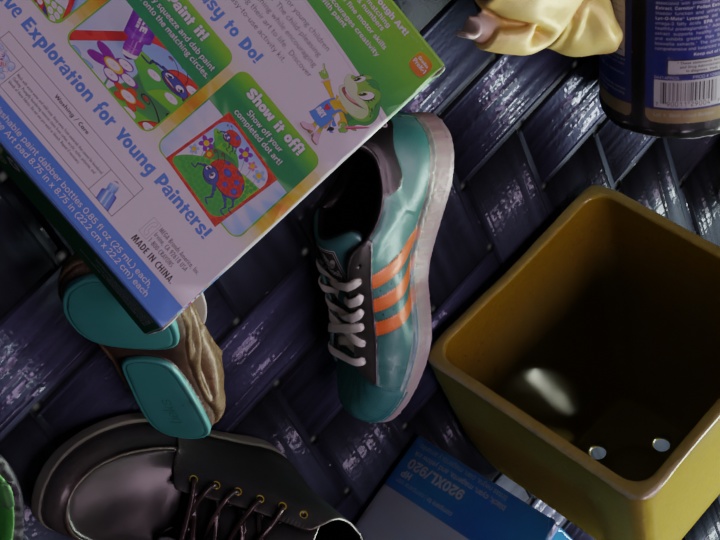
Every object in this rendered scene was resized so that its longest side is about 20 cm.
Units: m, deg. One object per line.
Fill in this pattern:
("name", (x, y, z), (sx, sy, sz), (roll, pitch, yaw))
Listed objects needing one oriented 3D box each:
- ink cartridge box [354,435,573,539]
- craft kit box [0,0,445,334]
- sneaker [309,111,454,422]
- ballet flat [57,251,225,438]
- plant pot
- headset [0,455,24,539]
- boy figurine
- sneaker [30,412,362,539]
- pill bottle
("ink cartridge box", (0.060, 0.256, 1.065), (0.201, 0.144, 0.147), (-53, 137, -10))
("craft kit box", (-0.092, -0.110, 0.715), (0.197, 0.048, 0.201), (-42, 98, -17))
("sneaker", (0.000, 0.000, 0.934), (0.079, 0.071, 0.203), (-5, 109, -39))
("ballet flat", (-0.111, 0.021, 0.813), (0.201, 0.067, 0.073), (68, 26, -58))
("plant pot", (0.192, 0.102, 1.095), (0.195, 0.193, 0.201), (-43, 143, -21))
("headset", (-0.240, 0.169, 0.754), (0.200, 0.093, 0.125), (-42, 135, -38))
("boy figurine", (0.104, -0.192, 0.938), (0.199, 0.064, 0.125), (21, 94, -49))
("sneaker", (-0.088, 0.139, 0.882), (0.199, 0.106, 0.076), (6, 106, -47))
("pill bottle", (0.214, -0.199, 1.009), (0.111, 0.111, 0.202), (-29, 130, -32))
